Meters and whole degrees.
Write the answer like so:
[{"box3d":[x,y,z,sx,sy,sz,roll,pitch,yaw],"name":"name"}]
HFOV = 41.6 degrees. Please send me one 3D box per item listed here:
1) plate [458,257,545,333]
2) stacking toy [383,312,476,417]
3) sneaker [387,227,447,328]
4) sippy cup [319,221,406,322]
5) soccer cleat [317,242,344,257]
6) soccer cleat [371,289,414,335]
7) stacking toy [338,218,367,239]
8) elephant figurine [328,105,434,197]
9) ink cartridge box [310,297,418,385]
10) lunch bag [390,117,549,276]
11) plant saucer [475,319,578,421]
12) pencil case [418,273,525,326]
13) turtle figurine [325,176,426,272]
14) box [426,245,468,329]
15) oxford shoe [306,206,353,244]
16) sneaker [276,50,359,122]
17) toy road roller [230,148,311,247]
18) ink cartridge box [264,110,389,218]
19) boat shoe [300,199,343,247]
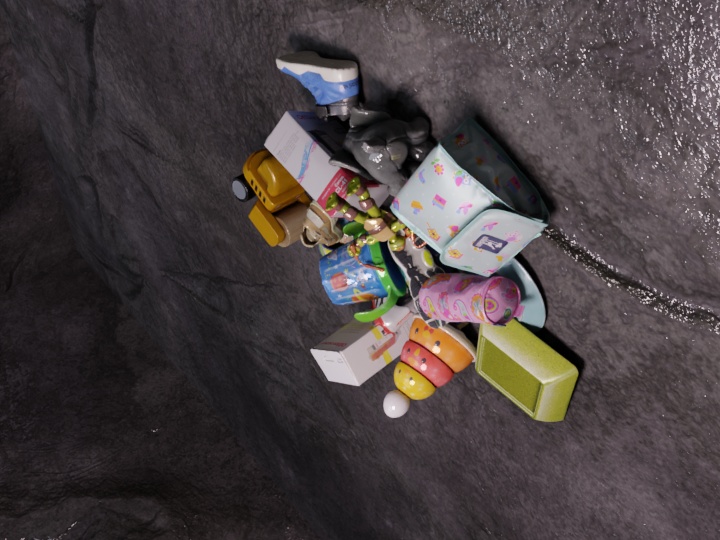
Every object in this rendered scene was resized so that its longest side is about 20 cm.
[{"box3d":[0.227,0.031,1.592,0.200,0.026,0.200,41,155,23],"name":"plate"},{"box3d":[0.113,0.192,1.772,0.146,0.200,0.146,34,168,8],"name":"stacking toy"},{"box3d":[0.108,0.007,1.693,0.201,0.077,0.080,65,173,-1],"name":"sneaker"},{"box3d":[0.000,0.000,1.720,0.178,0.130,0.140,-72,-39,-64],"name":"sippy cup"},{"box3d":[-0.020,-0.014,1.958,0.200,0.065,0.084,44,150,27],"name":"soccer cleat"},{"box3d":[0.050,0.039,1.847,0.069,0.085,0.200,43,-161,-39],"name":"soccer cleat"},{"box3d":[0.014,-0.071,1.817,0.200,0.085,0.085,51,155,4],"name":"stacking toy"},{"box3d":[0.015,-0.203,1.574,0.200,0.141,0.155,24,146,43],"name":"elephant figurine"},{"box3d":[0.020,0.141,1.909,0.084,0.200,0.145,62,155,-12],"name":"ink cartridge box"},{"box3d":[0.171,-0.096,1.434,0.200,0.122,0.170,45,138,3],"name":"lunch bag"},{"box3d":[0.270,0.170,1.632,0.200,0.048,0.200,39,156,25],"name":"plant saucer"},{"box3d":[0.180,0.048,1.564,0.200,0.087,0.088,2,122,60],"name":"pencil case"},{"box3d":[0.032,-0.084,1.565,0.161,0.065,0.200,42,141,-24],"name":"turtle figurine"},{"box3d":[0.128,0.007,1.755,0.121,0.032,0.201,22,137,52],"name":"box"},{"box3d":[-0.027,-0.070,1.890,0.200,0.074,0.071,44,151,24],"name":"oxford shoe"},{"box3d":[-0.074,-0.320,1.673,0.200,0.077,0.112,21,129,42],"name":"sneaker"},{"box3d":[-0.166,-0.165,1.984,0.200,0.123,0.146,55,144,5],"name":"toy road roller"},{"box3d":[-0.053,-0.190,1.695,0.200,0.147,0.086,49,118,17],"name":"ink cartridge box"},{"box3d":[-0.082,-0.077,1.763,0.072,0.076,0.200,38,171,13],"name":"boat shoe"}]
